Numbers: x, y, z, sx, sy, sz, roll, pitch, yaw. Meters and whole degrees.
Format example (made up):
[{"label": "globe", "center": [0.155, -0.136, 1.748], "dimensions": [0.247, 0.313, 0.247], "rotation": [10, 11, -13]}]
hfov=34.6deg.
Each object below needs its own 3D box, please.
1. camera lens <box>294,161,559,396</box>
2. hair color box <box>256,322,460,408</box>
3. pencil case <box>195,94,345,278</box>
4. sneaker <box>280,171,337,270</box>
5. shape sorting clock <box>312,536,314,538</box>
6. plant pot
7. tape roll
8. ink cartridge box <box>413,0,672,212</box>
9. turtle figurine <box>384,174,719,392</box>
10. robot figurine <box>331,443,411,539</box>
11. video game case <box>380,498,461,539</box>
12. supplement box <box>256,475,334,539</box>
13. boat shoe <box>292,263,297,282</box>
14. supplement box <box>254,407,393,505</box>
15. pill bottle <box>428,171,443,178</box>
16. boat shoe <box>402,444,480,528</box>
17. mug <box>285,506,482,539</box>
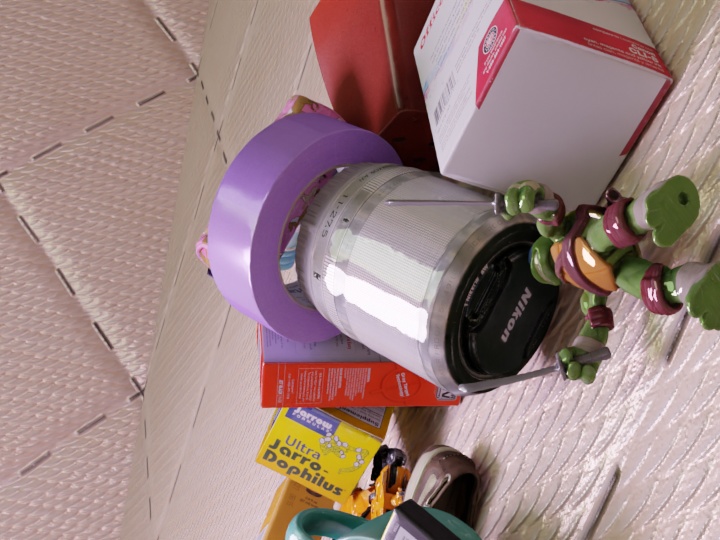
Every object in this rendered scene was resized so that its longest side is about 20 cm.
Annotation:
[{"label": "camera lens", "center": [0.059, 0.003, 0.993], "dimensions": [0.199, 0.159, 0.162], "rotation": [26, 103, 41]}, {"label": "hair color box", "center": [-0.002, 0.080, 1.140], "dimensions": [0.102, 0.196, 0.062], "rotation": [-100, 13, -53]}, {"label": "pencil case", "center": [-0.081, -0.076, 1.136], "dimensions": [0.202, 0.082, 0.087], "rotation": [-60, -3, -18]}, {"label": "sneaker", "center": [-0.076, -0.081, 1.290], "dimensions": [0.131, 0.079, 0.201], "rotation": [-59, 0, 42]}, {"label": "shape sorting clock", "center": [-0.054, 0.378, 1.211], "dimensions": [0.200, 0.039, 0.203], "rotation": [-12, -90, -74]}, {"label": "plant pot", "center": [0.071, -0.209, 1.175], "dimensions": [0.200, 0.197, 0.179], "rotation": [141, 131, -62]}, {"label": "tape roll", "center": [-0.044, -0.039, 1.065], "dimensions": [0.065, 0.198, 0.203], "rotation": [25, 103, 40]}, {"label": "ink cartridge box", "center": [0.144, -0.176, 0.977], "dimensions": [0.202, 0.142, 0.146], "rotation": [-98, 27, -48]}, {"label": "turtle figurine", "center": [0.148, 0.010, 0.804], "dimensions": [0.193, 0.197, 0.147], "rotation": [-11, 80, 61]}, {"label": "robot figurine", "center": [0.017, 0.268, 1.186], "dimensions": [0.200, 0.057, 0.147], "rotation": [125, 152, -51]}, {"label": "video game case", "center": [0.072, 0.299, 0.846], "dimensions": [0.199, 0.025, 0.183], "rotation": [35, 118, 26]}, {"label": "supplement box", "center": [-0.069, 0.275, 1.353], "dimensions": [0.202, 0.066, 0.069], "rotation": [-67, 6, -32]}, {"label": "boat shoe", "center": [0.000, 0.000, 1.220], "dimensions": [0.199, 0.059, 0.073], "rotation": [-5, 61, 53]}, {"label": "supplement box", "center": [-0.022, 0.127, 1.238], "dimensions": [0.110, 0.108, 0.201], "rotation": [-62, 4, 37]}, {"label": "pill bottle", "center": [0.021, -0.088, 1.348], "dimensions": [0.200, 0.109, 0.113], "rotation": [161, 121, -69]}, {"label": "boat shoe", "center": [0.059, 0.263, 1.042], "dimensions": [0.075, 0.074, 0.206], "rotation": [14, 91, 66]}, {"label": "mug", "center": [0.039, 0.260, 0.951], "dimensions": [0.151, 0.114, 0.187], "rotation": [-33, 78, 36]}]
